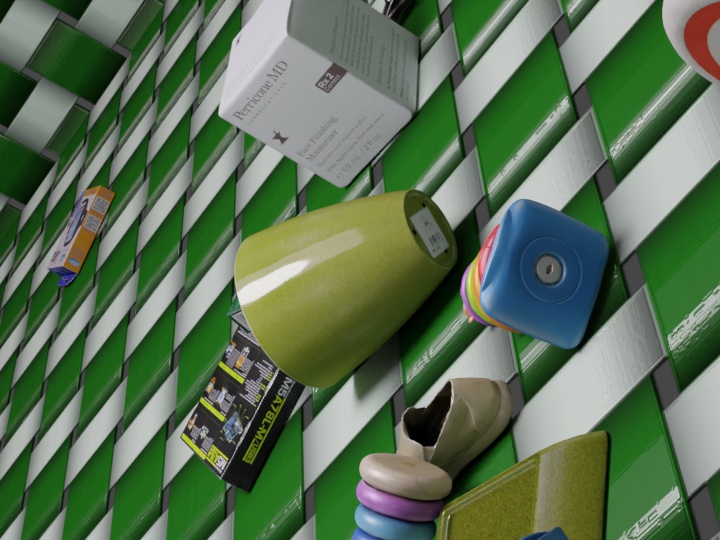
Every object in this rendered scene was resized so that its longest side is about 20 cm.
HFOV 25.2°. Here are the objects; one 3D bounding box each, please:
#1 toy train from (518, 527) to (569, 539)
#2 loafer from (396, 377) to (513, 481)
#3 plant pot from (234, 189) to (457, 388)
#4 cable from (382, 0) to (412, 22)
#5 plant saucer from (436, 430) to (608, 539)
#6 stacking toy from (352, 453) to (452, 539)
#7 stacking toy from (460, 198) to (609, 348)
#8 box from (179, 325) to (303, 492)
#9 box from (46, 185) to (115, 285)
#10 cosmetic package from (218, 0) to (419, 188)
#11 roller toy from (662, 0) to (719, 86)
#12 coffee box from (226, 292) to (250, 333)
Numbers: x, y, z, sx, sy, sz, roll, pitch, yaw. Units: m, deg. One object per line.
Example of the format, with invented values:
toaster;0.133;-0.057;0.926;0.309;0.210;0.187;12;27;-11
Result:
toy train;0.105;0.282;1.198;0.115;0.086;0.200;56;131;15
loafer;0.060;0.166;1.507;0.200;0.068;0.076;-51;24;24
plant pot;0.000;0.000;1.729;0.199;0.187;0.188;-30;36;29
cable;0.056;-0.357;2.197;0.097;0.050;0.202;24;99;51
plant saucer;0.116;0.242;1.324;0.199;0.048;0.201;-39;32;44
stacking toy;0.022;0.270;1.440;0.085;0.085;0.202;-152;73;-68
stacking toy;0.136;0.015;1.502;0.200;0.109;0.117;151;140;-71
box;-0.139;0.155;1.990;0.194;0.047;0.200;-64;23;-2
box;-0.554;-0.067;3.167;0.119;0.041;0.201;-7;56;64
cosmetic package;-0.051;-0.249;2.062;0.165;0.199;0.166;-45;27;36
roller toy;0.328;-0.211;1.216;0.183;0.198;0.141;79;-150;-68
coffee box;-0.070;-0.002;1.963;0.199;0.044;0.124;-24;32;44
